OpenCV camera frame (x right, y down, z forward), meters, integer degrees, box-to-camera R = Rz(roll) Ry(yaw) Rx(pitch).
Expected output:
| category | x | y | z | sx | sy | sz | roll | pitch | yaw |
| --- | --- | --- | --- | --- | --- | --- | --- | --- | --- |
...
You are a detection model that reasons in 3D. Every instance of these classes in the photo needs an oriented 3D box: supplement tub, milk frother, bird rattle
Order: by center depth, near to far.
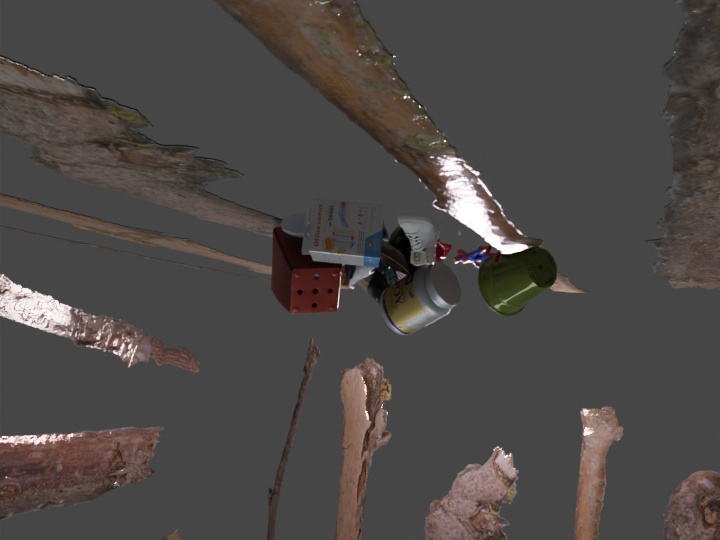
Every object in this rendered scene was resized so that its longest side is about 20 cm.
| category | x | y | z | sx | sy | sz | roll | pitch | yaw |
| --- | --- | --- | --- | --- | --- | --- | --- | --- | --- |
| supplement tub | 0.164 | 0.077 | 1.615 | 0.143 | 0.149 | 0.198 | 11 | 147 | -41 |
| bird rattle | 0.183 | -0.044 | 1.797 | 0.159 | 0.115 | 0.200 | 21 | 172 | 6 |
| milk frother | 0.087 | -0.008 | 2.053 | 0.197 | 0.184 | 0.187 | -24 | -128 | -37 |

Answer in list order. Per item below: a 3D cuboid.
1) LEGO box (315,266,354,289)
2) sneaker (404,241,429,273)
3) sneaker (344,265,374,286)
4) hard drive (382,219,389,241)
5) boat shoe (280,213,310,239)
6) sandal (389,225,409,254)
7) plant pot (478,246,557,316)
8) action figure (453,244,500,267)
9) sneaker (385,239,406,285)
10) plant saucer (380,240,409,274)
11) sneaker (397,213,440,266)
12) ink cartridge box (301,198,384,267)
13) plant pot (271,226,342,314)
| category | x | y | z | sx | sy | sz | roll | pitch | yaw |
| --- | --- | --- | --- | --- | --- | --- | --- | --- | --- |
| LEGO box | -0.116 | -0.023 | 1.953 | 0.194 | 0.154 | 0.077 | 3 | 173 | 14 |
| sneaker | 0.161 | -0.032 | 1.677 | 0.065 | 0.092 | 0.203 | -7 | 138 | 10 |
| sneaker | 0.000 | 0.000 | 1.705 | 0.084 | 0.077 | 0.200 | -8 | 176 | -9 |
| hard drive | 0.010 | -0.114 | 1.635 | 0.128 | 0.028 | 0.200 | 5 | 173 | 8 |
| boat shoe | -0.117 | -0.097 | 1.554 | 0.194 | 0.073 | 0.069 | 7 | 139 | 15 |
| sandal | 0.108 | -0.091 | 1.618 | 0.056 | 0.081 | 0.201 | 29 | 177 | 17 |
| plant pot | 0.489 | 0.017 | 1.775 | 0.195 | 0.206 | 0.189 | 8 | 161 | -23 |
| action figure | 0.351 | -0.042 | 1.837 | 0.065 | 0.053 | 0.199 | 31 | 166 | -20 |
| sneaker | 0.114 | -0.010 | 1.792 | 0.119 | 0.084 | 0.201 | -8 | 130 | 49 |
| plant saucer | 0.054 | -0.055 | 1.588 | 0.197 | 0.037 | 0.200 | 31 | 176 | 2 |
| sneaker | 0.149 | -0.072 | 1.493 | 0.072 | 0.119 | 0.198 | 3 | 172 | 31 |
| ink cartridge box | -0.045 | -0.089 | 1.429 | 0.194 | 0.133 | 0.125 | 5 | 171 | 0 |
| plant pot | -0.137 | 0.010 | 1.610 | 0.194 | 0.205 | 0.177 | -1 | -151 | -15 |
